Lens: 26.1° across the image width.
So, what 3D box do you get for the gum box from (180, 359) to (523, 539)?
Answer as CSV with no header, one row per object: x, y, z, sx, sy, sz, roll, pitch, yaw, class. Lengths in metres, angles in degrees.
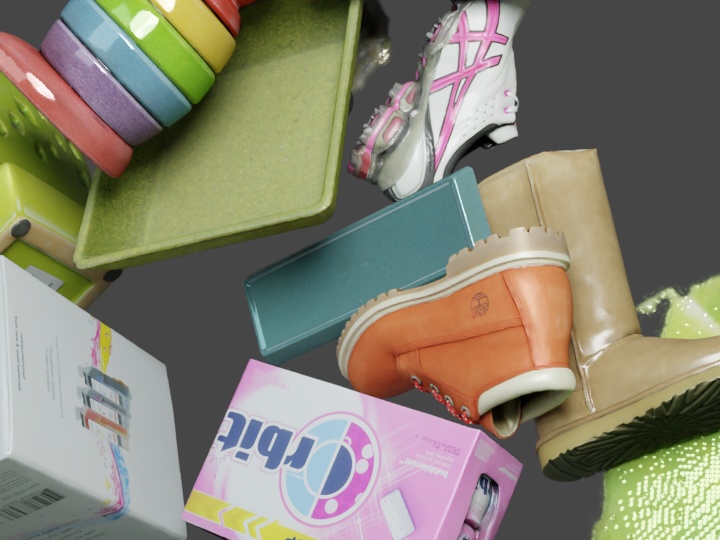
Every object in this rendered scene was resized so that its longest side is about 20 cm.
-0.003,0.140,0.972,0.199,0.066,0.114,14,74,37,gum box

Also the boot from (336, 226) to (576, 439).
0.056,0.059,0.954,0.200,0.075,0.108,-32,62,48,boot

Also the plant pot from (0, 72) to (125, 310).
-0.299,-0.031,1.149,0.200,0.199,0.182,-43,62,4,plant pot

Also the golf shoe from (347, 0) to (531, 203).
0.076,-0.127,1.069,0.092,0.073,0.201,32,78,3,golf shoe

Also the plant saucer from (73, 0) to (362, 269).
-0.085,-0.090,1.053,0.199,0.048,0.201,-11,53,26,plant saucer

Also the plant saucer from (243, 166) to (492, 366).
0.000,0.000,1.037,0.199,0.019,0.070,-25,72,31,plant saucer

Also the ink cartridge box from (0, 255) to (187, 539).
-0.232,0.113,1.039,0.144,0.200,0.146,-22,56,17,ink cartridge box

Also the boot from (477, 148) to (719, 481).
0.157,0.008,0.954,0.174,0.066,0.201,-23,58,20,boot

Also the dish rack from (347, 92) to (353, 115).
-0.105,-0.137,1.171,0.199,0.055,0.154,-28,57,15,dish rack

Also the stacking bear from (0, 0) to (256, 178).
-0.128,-0.169,1.016,0.200,0.121,0.114,-45,79,0,stacking bear
